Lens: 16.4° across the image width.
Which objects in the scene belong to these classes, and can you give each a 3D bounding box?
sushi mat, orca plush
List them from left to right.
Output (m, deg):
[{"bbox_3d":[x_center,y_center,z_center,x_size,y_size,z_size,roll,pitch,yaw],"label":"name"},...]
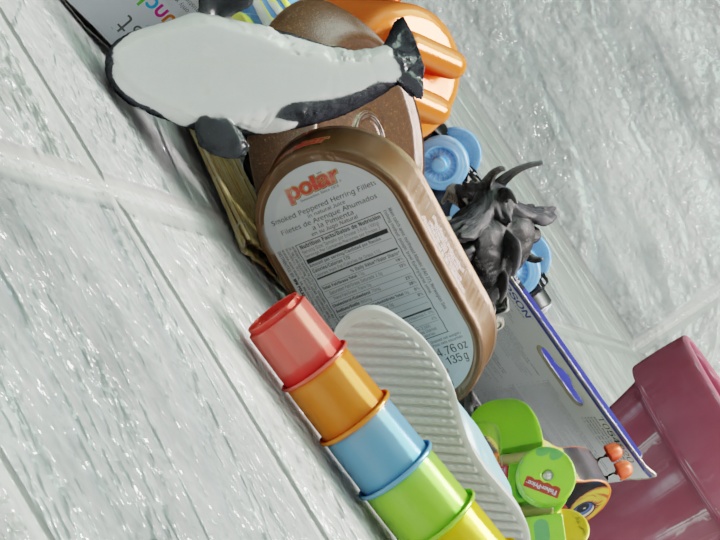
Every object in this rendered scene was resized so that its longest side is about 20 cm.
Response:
[{"bbox_3d":[-0.091,-0.070,1.667,0.096,0.012,0.200,45,14,-53],"label":"sushi mat"},{"bbox_3d":[-0.065,-0.128,1.571,0.071,0.200,0.105,174,-101,-73],"label":"orca plush"}]

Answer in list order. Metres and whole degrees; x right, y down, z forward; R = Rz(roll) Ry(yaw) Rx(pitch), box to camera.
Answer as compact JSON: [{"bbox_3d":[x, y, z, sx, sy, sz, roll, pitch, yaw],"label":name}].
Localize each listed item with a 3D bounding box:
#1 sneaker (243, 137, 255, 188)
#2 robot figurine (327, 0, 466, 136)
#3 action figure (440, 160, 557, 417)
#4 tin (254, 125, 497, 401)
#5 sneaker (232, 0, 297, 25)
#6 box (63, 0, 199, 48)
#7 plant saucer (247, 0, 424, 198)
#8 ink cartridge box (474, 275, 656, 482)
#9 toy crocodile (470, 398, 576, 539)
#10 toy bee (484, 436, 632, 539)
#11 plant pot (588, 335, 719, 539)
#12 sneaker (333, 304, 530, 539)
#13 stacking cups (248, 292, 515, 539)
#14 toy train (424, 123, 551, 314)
[{"bbox_3d":[-0.052,-0.096,1.777,0.200,0.074,0.087,61,10,24],"label":"sneaker"},{"bbox_3d":[0.003,-0.165,2.026,0.200,0.117,0.144,15,-57,56],"label":"robot figurine"},{"bbox_3d":[0.060,0.006,1.659,0.102,0.200,0.119,30,29,33],"label":"action figure"},{"bbox_3d":[0.010,0.003,1.586,0.200,0.112,0.042,60,22,-18],"label":"tin"},{"bbox_3d":[-0.072,-0.199,1.746,0.200,0.105,0.076,31,15,16],"label":"sneaker"},{"bbox_3d":[-0.114,-0.246,1.640,0.097,0.176,0.200,46,13,-29],"label":"box"},{"bbox_3d":[-0.007,-0.085,1.676,0.200,0.037,0.201,13,75,-58],"label":"plant saucer"},{"bbox_3d":[0.122,0.074,1.865,0.200,0.041,0.200,55,-26,-12],"label":"ink cartridge box"},{"bbox_3d":[0.114,0.181,1.633,0.068,0.062,0.200,93,-12,-77],"label":"toy crocodile"},{"bbox_3d":[0.131,0.146,1.774,0.131,0.109,0.200,57,9,19],"label":"toy bee"},{"bbox_3d":[0.239,0.181,1.989,0.200,0.179,0.200,54,9,-12],"label":"plant pot"},{"bbox_3d":[0.035,0.102,1.570,0.200,0.074,0.082,62,-2,-19],"label":"sneaker"},{"bbox_3d":[0.010,0.102,1.449,0.200,0.060,0.061,52,9,-12],"label":"stacking cups"},{"bbox_3d":[0.075,-0.031,2.090,0.200,0.114,0.087,56,17,-1],"label":"toy train"}]
